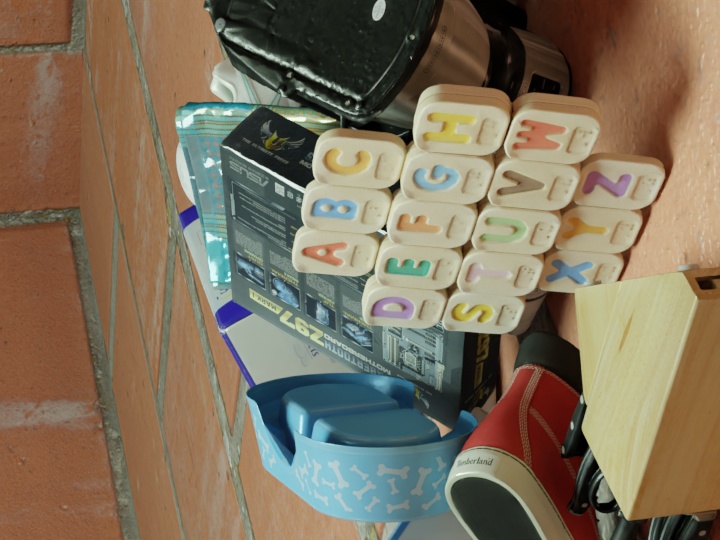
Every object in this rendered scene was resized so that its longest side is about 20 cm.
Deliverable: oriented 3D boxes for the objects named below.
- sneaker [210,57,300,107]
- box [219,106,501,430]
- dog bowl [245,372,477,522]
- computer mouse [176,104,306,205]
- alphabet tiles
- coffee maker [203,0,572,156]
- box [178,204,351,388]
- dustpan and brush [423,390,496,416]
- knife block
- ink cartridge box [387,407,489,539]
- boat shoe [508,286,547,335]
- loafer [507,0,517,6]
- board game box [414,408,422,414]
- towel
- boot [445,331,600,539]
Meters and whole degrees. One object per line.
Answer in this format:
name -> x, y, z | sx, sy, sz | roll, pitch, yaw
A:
sneaker -> -0.071, -0.077, 1.338 | 0.070, 0.079, 0.203 | 134, 125, -68
box -> 0.000, 0.000, 1.121 | 0.199, 0.051, 0.159 | 29, 144, 24
dog bowl -> -0.002, 0.107, 1.054 | 0.200, 0.110, 0.050 | -158, 65, -67
computer mouse -> -0.076, -0.069, 1.262 | 0.199, 0.044, 0.111 | 1, 113, 43
alphabet tiles -> 0.064, -0.028, 0.955 | 0.201, 0.193, 0.015 | 106, 166, -51
coffee maker -> 0.013, -0.147, 1.014 | 0.193, 0.135, 0.200 | 54, -164, 25
box -> -0.063, 0.041, 1.494 | 0.185, 0.104, 0.200 | 63, 179, -34
dustpan and brush -> 0.064, 0.064, 1.234 | 0.201, 0.057, 0.141 | 106, 155, -52
knife block -> 0.163, 0.089, 0.873 | 0.200, 0.063, 0.178 | 164, 100, -74
ink cartridge box -> 0.058, 0.212, 1.132 | 0.145, 0.084, 0.201 | -52, -16, -37
boat shoe -> 0.069, -0.039, 1.157 | 0.201, 0.073, 0.067 | -111, 25, -44
loafer -> 0.067, -0.189, 1.131 | 0.075, 0.069, 0.203 | -153, 60, -72
board game box -> 0.024, 0.053, 1.279 | 0.136, 0.034, 0.202 | 99, 172, -68
towel -> -0.044, -0.046, 1.205 | 0.198, 0.022, 0.148 | 7, 117, 37
boot -> 0.130, 0.141, 1.026 | 0.145, 0.072, 0.201 | -57, -49, -42
